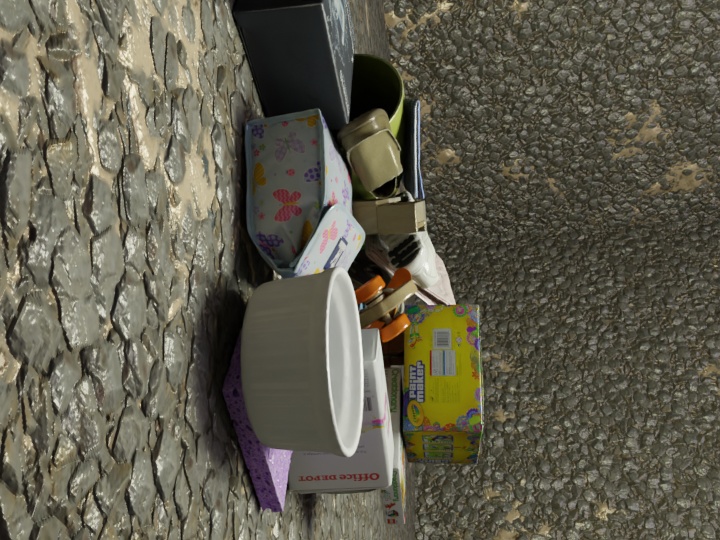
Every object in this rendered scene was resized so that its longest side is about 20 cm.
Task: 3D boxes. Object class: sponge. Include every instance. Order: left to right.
[{"bbox_3d":[-0.112,0.170,0.856,0.112,0.029,0.203,-82,166,-54],"label":"sponge"}]

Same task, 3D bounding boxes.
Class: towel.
[{"bbox_3d":[0.083,-0.022,1.264,0.190,0.032,0.201,38,20,-18],"label":"towel"},{"bbox_3d":[0.083,-0.195,1.171,0.200,0.023,0.148,-99,-173,-77],"label":"towel"}]

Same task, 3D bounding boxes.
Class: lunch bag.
[{"bbox_3d":[-0.067,-0.070,0.934,0.170,0.125,0.204,54,33,-69],"label":"lunch bag"}]

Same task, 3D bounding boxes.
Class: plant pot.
[{"bbox_3d":[-0.001,-0.197,1.166,0.201,0.184,0.190,62,24,-54],"label":"plant pot"}]

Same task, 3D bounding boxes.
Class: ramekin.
[{"bbox_3d":[-0.059,0.100,0.811,0.200,0.096,0.205,-4,90,-80],"label":"ramekin"}]

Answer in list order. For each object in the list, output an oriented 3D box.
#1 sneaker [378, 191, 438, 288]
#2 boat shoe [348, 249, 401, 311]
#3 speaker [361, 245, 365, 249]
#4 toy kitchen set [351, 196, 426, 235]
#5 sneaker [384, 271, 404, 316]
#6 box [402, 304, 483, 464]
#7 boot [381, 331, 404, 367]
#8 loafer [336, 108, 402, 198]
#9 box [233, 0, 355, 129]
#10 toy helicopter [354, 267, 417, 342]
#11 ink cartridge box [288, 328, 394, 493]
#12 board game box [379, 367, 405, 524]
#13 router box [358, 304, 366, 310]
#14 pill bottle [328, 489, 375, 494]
[{"bbox_3d":[0.077,-0.049,1.172,0.081,0.075,0.202,41,25,-33],"label":"sneaker"},{"bbox_3d":[0.000,0.000,1.199,0.074,0.199,0.075,-50,140,-9],"label":"boat shoe"},{"bbox_3d":[-0.035,-0.091,1.317,0.089,0.087,0.204,-65,151,-73],"label":"speaker"},{"bbox_3d":[0.005,-0.014,1.105,0.163,0.196,0.184,-30,116,-73],"label":"toy kitchen set"},{"bbox_3d":[0.028,-0.002,1.423,0.201,0.075,0.106,53,23,6],"label":"sneaker"},{"bbox_3d":[0.132,0.187,1.192,0.194,0.119,0.203,77,13,-61],"label":"box"},{"bbox_3d":[-0.002,0.100,1.217,0.077,0.152,0.202,-83,167,-49],"label":"boot"},{"bbox_3d":[0.022,-0.150,0.980,0.068,0.075,0.200,60,5,13],"label":"loafer"},{"bbox_3d":[-0.079,-0.328,1.003,0.198,0.115,0.203,76,14,-52],"label":"box"},{"bbox_3d":[0.005,0.065,1.063,0.079,0.199,0.132,54,38,-1],"label":"toy helicopter"},{"bbox_3d":[-0.035,0.188,0.986,0.085,0.142,0.203,-79,163,-65],"label":"ink cartridge box"},{"bbox_3d":[0.050,0.266,1.143,0.202,0.034,0.128,-85,170,-53],"label":"board game box"},{"bbox_3d":[-0.015,0.142,1.435,0.151,0.061,0.203,-76,161,-61],"label":"router box"},{"bbox_3d":[-0.023,0.240,1.160,0.114,0.111,0.204,45,43,-78],"label":"pill bottle"}]
